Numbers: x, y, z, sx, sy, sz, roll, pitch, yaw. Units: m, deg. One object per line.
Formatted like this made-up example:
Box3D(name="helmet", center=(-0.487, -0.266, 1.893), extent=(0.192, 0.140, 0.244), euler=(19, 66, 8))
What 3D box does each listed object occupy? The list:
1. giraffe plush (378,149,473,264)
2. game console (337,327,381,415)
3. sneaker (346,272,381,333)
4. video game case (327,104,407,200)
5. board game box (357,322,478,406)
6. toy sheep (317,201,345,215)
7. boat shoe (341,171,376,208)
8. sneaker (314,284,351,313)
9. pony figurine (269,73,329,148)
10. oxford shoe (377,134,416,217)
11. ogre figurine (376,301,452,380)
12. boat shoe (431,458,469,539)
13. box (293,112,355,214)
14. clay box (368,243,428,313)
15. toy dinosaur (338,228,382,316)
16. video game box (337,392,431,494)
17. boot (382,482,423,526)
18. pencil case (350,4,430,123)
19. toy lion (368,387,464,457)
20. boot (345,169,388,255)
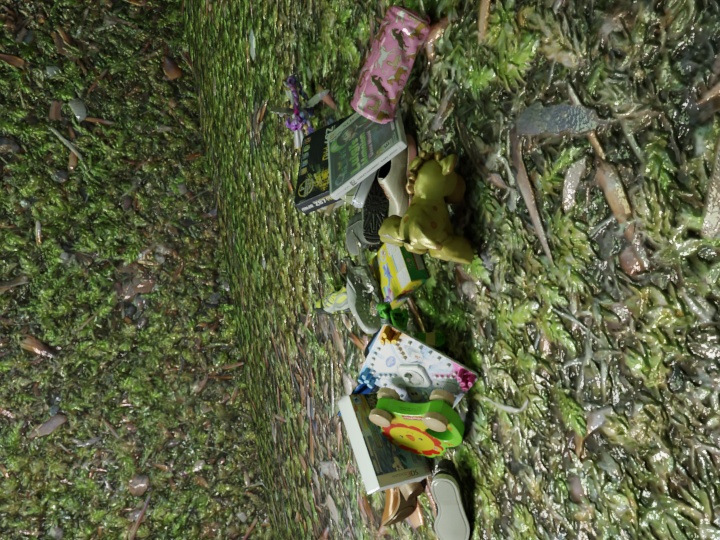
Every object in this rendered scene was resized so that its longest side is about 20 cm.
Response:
Box3D(name="giraffe plush", center=(0.118, -0.116, 0.968), extent=(0.170, 0.199, 0.165), euler=(15, 89, 31))
Box3D(name="game console", center=(0.009, 0.225, 1.329), extent=(0.201, 0.116, 0.173), euler=(118, 148, -53))
Box3D(name="sneaker", center=(0.009, 0.090, 1.364), extent=(0.201, 0.075, 0.082), euler=(-107, 25, -52))
Box3D(name="video game case", center=(0.006, -0.258, 1.120), extent=(0.181, 0.023, 0.202), euler=(-33, 41, 27))
Box3D(name="board game box", center=(0.103, 0.210, 1.097), extent=(0.198, 0.026, 0.201), euler=(29, 139, 6))
Box3D(name="toy sheep", center=(-0.081, -0.211, 1.395), extent=(0.200, 0.135, 0.141), euler=(-147, 52, -65))
Box3D(name="boat shoe", center=(0.012, -0.230, 1.160), extent=(0.072, 0.061, 0.203), euler=(126, 164, -81))
Box3D(name="sneaker", center=(-0.063, 0.080, 1.545), extent=(0.199, 0.074, 0.078), euler=(-11, 81, 56))
Box3D(name="pony figurine", center=(-0.163, -0.418, 1.517), extent=(0.193, 0.164, 0.203), euler=(-128, 20, -60))
Box3D(name="oxford shoe", center=(0.065, -0.173, 1.147), extent=(0.071, 0.073, 0.204), euler=(-142, 48, -57))
Box3D(name="ogre figurine", center=(0.099, 0.161, 1.150), extent=(0.198, 0.098, 0.122), euler=(25, 129, 20))
Box3D(name="boat shoe", center=(0.179, 0.469, 1.132), extent=(0.061, 0.072, 0.203), euler=(-61, -40, -58))
Box3D(name="box", center=(-0.070, -0.242, 1.284), extent=(0.159, 0.049, 0.203), euler=(-15, 56, 31))
Box3D(name="clay box", center=(0.072, 0.008, 1.228), extent=(0.200, 0.047, 0.117), euler=(127, 128, -60))
Box3D(name="toy dinosaur", center=(0.000, 0.000, 1.251), extent=(0.088, 0.047, 0.203), euler=(4, 118, 57))
Box3D(name="video game box", center=(0.054, 0.370, 1.238), extent=(0.047, 0.181, 0.203), euler=(-37, 60, 30))
Box3D(name="boot", center=(0.078, 0.508, 1.367), extent=(0.156, 0.073, 0.202), euler=(57, 135, 41))
Box3D(name="pencil case", center=(0.055, -0.373, 1.023), extent=(0.083, 0.085, 0.203), euler=(46, 121, 45))
Box3D(name="toy lion", center=(0.121, 0.316, 1.130), extent=(0.197, 0.069, 0.193), euler=(-7, 133, 37))
Box3D(name="boot", center=(0.015, -0.131, 1.285), extent=(0.200, 0.071, 0.186), euler=(162, 119, -84))
